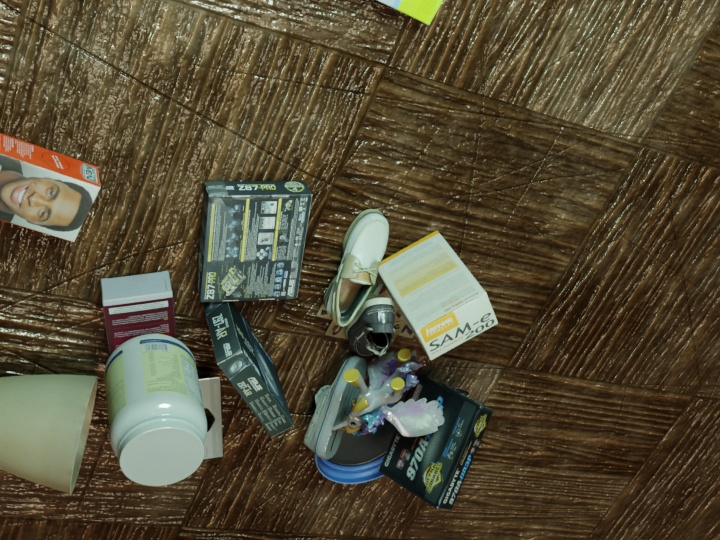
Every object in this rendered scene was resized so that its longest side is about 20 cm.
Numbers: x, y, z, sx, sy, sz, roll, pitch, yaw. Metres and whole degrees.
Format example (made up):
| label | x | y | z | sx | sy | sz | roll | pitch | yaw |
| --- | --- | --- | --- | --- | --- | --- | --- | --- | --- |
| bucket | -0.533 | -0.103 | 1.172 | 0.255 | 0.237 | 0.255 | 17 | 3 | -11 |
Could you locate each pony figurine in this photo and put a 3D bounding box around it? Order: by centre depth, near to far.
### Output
| label | x | y | z | sx | sy | sz | roll | pitch | yaw |
| --- | --- | --- | --- | --- | --- | --- | --- | --- | --- |
| pony figurine | 0.045 | 0.211 | 1.663 | 0.192 | 0.167 | 0.200 | -20 | 154 | -18 |

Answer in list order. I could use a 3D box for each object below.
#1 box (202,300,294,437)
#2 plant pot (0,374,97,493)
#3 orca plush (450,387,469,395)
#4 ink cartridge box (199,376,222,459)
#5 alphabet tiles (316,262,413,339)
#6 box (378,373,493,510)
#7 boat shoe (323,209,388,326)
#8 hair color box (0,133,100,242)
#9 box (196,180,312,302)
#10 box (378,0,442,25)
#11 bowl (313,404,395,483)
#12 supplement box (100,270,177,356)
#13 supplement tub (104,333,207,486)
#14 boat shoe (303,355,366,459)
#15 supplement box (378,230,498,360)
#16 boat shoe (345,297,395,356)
| label | x | y | z | sx | sy | sz | roll | pitch | yaw |
| --- | --- | --- | --- | --- | --- | --- | --- | --- | --- |
| box | -0.184 | 0.152 | 1.570 | 0.043 | 0.160 | 0.200 | -27 | 129 | 1 |
| plant pot | -0.534 | 0.240 | 1.517 | 0.199 | 0.188 | 0.188 | 12 | 122 | -11 |
| orca plush | 0.157 | 0.320 | 1.850 | 0.200 | 0.071 | 0.105 | -58 | 162 | 10 |
| ink cartridge box | -0.330 | 0.255 | 1.671 | 0.173 | 0.044 | 0.201 | -7 | 127 | -15 |
| alphabet tiles | 0.031 | 0.061 | 1.677 | 0.199 | 0.006 | 0.167 | 15 | 120 | -28 |
| box | 0.136 | 0.310 | 1.758 | 0.046 | 0.159 | 0.201 | 22 | 92 | -47 |
| boat shoe | 0.000 | 0.000 | 1.573 | 0.074 | 0.068 | 0.201 | 11 | 115 | -20 |
| hair color box | -0.472 | -0.121 | 1.324 | 0.199 | 0.061 | 0.102 | 18 | 117 | -30 |
| box | -0.168 | -0.043 | 1.500 | 0.161 | 0.049 | 0.201 | -4 | 127 | -19 |
| box | 0.037 | -0.424 | 1.285 | 0.199 | 0.048 | 0.122 | 16 | 118 | -30 |
| bowl | 0.005 | 0.325 | 1.846 | 0.200 | 0.039 | 0.201 | -10 | 129 | -12 |
| supplement box | -0.348 | 0.102 | 1.537 | 0.108 | 0.061 | 0.201 | -7 | 127 | -14 |
| supplement tub | -0.311 | 0.210 | 1.463 | 0.144 | 0.200 | 0.145 | -9 | 129 | -12 |
| boat shoe | -0.054 | 0.239 | 1.738 | 0.073 | 0.067 | 0.201 | 14 | 99 | -61 |
| supplement box | 0.119 | 0.037 | 1.558 | 0.126 | 0.200 | 0.074 | -28 | 127 | -1 |
| boat shoe | 0.019 | 0.113 | 1.627 | 0.072 | 0.063 | 0.200 | -2 | 154 | -11 |
